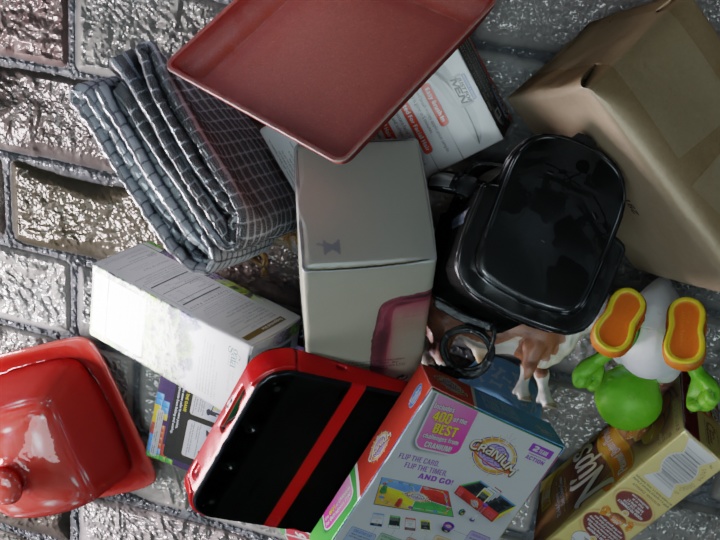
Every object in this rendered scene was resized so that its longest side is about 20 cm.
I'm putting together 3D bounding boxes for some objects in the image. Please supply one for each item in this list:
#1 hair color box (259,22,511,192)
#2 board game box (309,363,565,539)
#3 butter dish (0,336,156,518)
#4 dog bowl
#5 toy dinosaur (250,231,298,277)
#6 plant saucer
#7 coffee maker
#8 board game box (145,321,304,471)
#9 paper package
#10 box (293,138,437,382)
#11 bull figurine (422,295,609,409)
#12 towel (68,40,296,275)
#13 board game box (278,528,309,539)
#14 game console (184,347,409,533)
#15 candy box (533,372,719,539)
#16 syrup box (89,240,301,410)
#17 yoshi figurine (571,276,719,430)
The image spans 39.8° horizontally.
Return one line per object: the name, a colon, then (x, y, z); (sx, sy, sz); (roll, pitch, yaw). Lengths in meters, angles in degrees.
hair color box: (0.022, -0.131, 0.893); (0.198, 0.064, 0.112); (-24, 105, 25)
board game box: (0.067, 0.200, 0.893); (0.151, 0.040, 0.202); (26, 107, -22)
butter dish: (-0.361, 0.200, 1.100); (0.196, 0.148, 0.203); (-13, 110, 21)
dog bowl: (0.083, 0.146, 1.006); (0.196, 0.050, 0.113); (1, 114, 15)
toy dinosaur: (-0.142, -0.044, 0.992); (0.197, 0.060, 0.108); (23, 89, 0)
plant saucer: (-0.022, -0.179, 0.799); (0.198, 0.200, 0.037); (30, 156, 30)
coffee maker: (0.126, -0.001, 0.798); (0.132, 0.200, 0.196); (0, 90, -2)
board game box: (-0.131, 0.130, 1.056); (0.163, 0.057, 0.203); (19, 116, 5)
paper package: (0.232, -0.093, 0.775); (0.103, 0.191, 0.201); (-41, 101, -3)
box: (0.000, 0.000, 0.864); (0.107, 0.130, 0.201); (-3, 147, -4)
bull figurine: (0.141, 0.060, 0.932); (0.196, 0.065, 0.124); (5, 79, 22)
towel: (-0.140, -0.104, 0.877); (0.085, 0.165, 0.202); (-33, 90, 19)
board game box: (0.001, 0.277, 1.016); (0.198, 0.030, 0.096); (-17, 113, 42)
game console: (-0.051, 0.161, 0.901); (0.174, 0.031, 0.201); (15, 123, -27)
candy box: (0.251, 0.194, 0.943); (0.055, 0.116, 0.200); (40, 117, -4)
syrup box: (-0.158, 0.052, 0.936); (0.198, 0.081, 0.080); (24, 119, 25)
yoshi figurine: (0.241, 0.087, 0.853); (0.111, 0.200, 0.114); (-30, 69, 3)
